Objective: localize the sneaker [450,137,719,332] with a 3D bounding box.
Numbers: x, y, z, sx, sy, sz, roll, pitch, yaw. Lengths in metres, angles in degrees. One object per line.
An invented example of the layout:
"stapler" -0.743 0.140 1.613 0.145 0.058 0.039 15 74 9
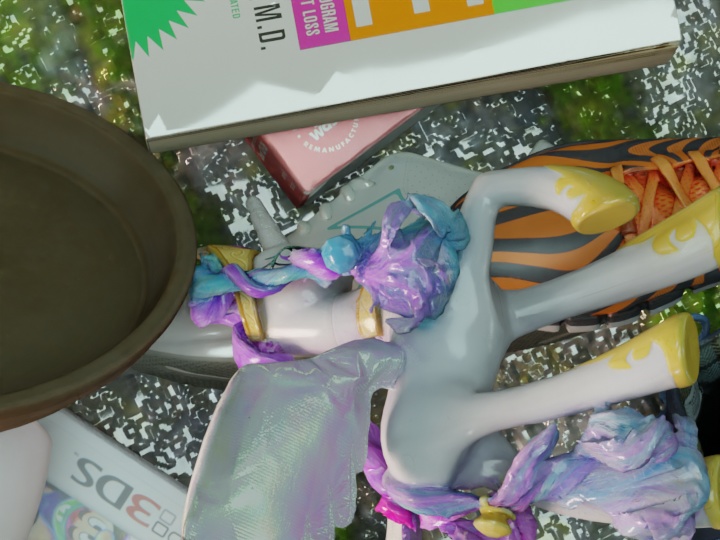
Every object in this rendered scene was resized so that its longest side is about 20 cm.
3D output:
"sneaker" 0.130 -0.034 0.972 0.199 0.112 0.078 -10 73 -9

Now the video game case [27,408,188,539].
"video game case" -0.123 0.168 1.033 0.182 0.024 0.200 33 85 0

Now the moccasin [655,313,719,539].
"moccasin" 0.143 0.044 0.974 0.068 0.200 0.081 25 59 -15

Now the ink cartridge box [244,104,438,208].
"ink cartridge box" -0.037 -0.139 1.036 0.116 0.067 0.200 -37 89 -5

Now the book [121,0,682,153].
"book" 0.007 -0.127 0.987 0.199 0.048 0.134 -11 84 -3

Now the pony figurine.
"pony figurine" 0.025 0.052 0.916 0.199 0.167 0.194 -6 64 22

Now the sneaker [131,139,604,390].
"sneaker" 0.000 0.000 1.034 0.200 0.070 0.081 -10 82 -12

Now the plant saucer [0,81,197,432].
"plant saucer" -0.158 -0.004 0.946 0.199 0.200 0.030 4 128 -3

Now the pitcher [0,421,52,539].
"pitcher" -0.189 0.122 0.948 0.171 0.121 0.200 37 79 26
